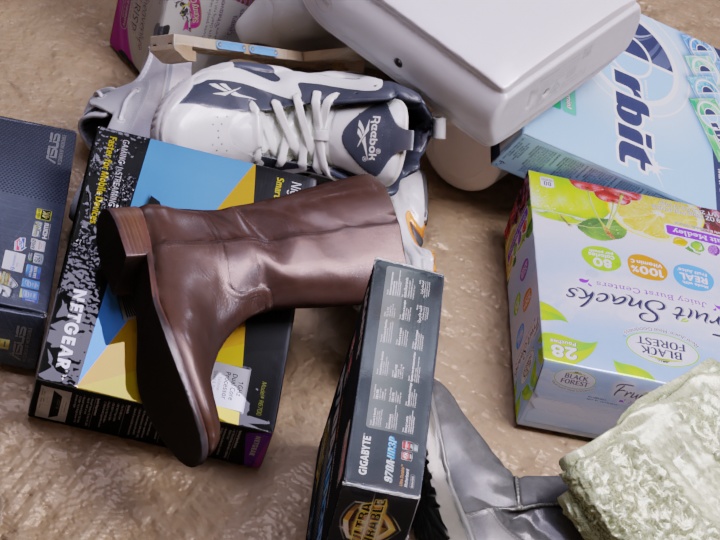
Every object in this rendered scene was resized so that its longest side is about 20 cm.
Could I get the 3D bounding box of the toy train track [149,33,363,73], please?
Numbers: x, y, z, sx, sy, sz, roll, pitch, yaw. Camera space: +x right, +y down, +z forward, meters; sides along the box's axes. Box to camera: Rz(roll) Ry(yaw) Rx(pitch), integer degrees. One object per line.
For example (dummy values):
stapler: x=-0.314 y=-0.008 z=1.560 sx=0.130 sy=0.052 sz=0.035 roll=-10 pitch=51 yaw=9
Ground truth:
toy train track: x=-0.069 y=-0.138 z=1.776 sx=0.115 sy=0.033 sz=0.200 roll=-2 pitch=-4 yaw=39

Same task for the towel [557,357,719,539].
towel: x=0.220 y=0.162 z=1.537 sx=0.148 sy=0.036 sz=0.200 roll=-34 pitch=85 yaw=-26

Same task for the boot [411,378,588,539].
boot: x=0.130 y=0.137 z=1.581 sx=0.200 sy=0.073 sz=0.182 roll=-4 pitch=57 yaw=-16

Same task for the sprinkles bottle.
sprinkles bottle: x=0.125 y=-0.127 z=1.901 sx=0.068 sy=0.068 sz=0.200 roll=32 pitch=40 yaw=18

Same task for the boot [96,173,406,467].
boot: x=-0.043 y=0.025 z=1.562 sx=0.200 sy=0.064 sz=0.187 roll=-5 pitch=61 yaw=-26

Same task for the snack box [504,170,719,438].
snack box: x=0.188 y=0.031 z=1.735 sx=0.168 sy=0.068 sz=0.200 roll=11 pitch=40 yaw=-10

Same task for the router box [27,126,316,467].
router box: x=-0.116 y=0.015 z=1.611 sx=0.149 sy=0.051 sz=0.200 roll=13 pitch=54 yaw=-7

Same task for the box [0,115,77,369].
box: x=-0.270 y=-0.030 z=1.641 sx=0.157 sy=0.051 sz=0.200 roll=10 pitch=37 yaw=-6

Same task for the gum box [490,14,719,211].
gum box: x=0.185 y=-0.119 z=1.859 sx=0.200 sy=0.045 sz=0.170 roll=22 pitch=48 yaw=-25

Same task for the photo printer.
photo printer: x=0.069 y=-0.190 z=1.771 sx=0.200 sy=0.070 sz=0.166 roll=39 pitch=52 yaw=22

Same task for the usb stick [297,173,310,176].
usb stick: x=-0.059 y=-0.075 z=1.793 sx=0.055 sy=0.033 sz=0.200 roll=14 pitch=37 yaw=7

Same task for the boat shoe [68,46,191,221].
boat shoe: x=-0.160 y=-0.094 z=1.757 sx=0.068 sy=0.072 sz=0.200 roll=15 pitch=48 yaw=-7

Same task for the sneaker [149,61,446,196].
sneaker: x=-0.029 y=-0.093 z=1.693 sx=0.199 sy=0.080 sz=0.130 roll=1 pitch=7 yaw=-39

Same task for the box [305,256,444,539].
box: x=0.004 y=0.116 z=1.485 sx=0.046 sy=0.159 sz=0.200 roll=13 pitch=39 yaw=-4

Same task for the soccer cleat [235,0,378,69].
soccer cleat: x=-0.014 y=-0.180 z=1.892 sx=0.200 sy=0.078 sz=0.069 roll=10 pitch=59 yaw=-56

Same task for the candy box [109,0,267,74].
candy box: x=-0.078 y=-0.223 z=1.884 sx=0.200 sy=0.137 sz=0.061 roll=-16 pitch=47 yaw=-36

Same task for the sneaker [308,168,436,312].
sneaker: x=0.000 y=0.000 z=1.706 sx=0.092 sy=0.076 sz=0.200 roll=3 pitch=32 yaw=-6
